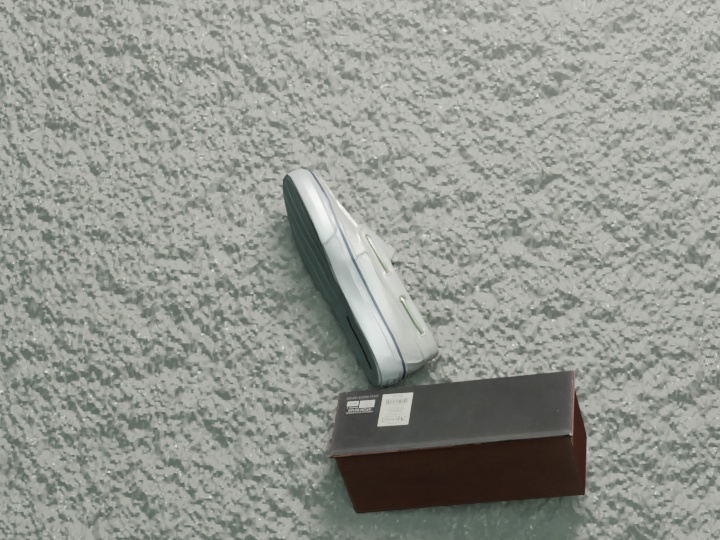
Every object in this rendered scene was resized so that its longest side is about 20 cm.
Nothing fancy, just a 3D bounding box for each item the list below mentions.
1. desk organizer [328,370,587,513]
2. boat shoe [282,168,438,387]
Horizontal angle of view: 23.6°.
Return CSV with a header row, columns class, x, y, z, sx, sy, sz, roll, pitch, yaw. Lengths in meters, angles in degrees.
class,x,y,z,sx,sy,sz,roll,pitch,yaw
desk organizer,0.083,0.143,1.417,0.200,0.077,0.072,-6,41,15
boat shoe,0.000,0.000,1.468,0.067,0.074,0.200,-23,86,-20
